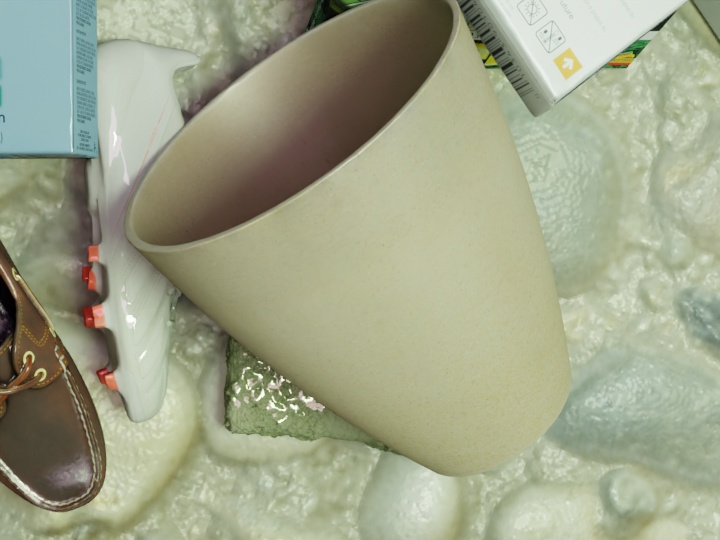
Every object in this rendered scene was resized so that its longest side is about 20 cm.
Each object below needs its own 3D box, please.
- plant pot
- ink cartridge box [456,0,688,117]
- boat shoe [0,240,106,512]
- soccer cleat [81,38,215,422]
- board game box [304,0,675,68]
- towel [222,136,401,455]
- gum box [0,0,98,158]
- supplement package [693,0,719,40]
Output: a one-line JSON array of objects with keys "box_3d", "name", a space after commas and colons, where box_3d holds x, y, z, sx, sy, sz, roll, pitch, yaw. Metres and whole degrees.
[{"box_3d": [0.018, 0.001, 0.682, 0.187, 0.187, 0.201, -40, 115, -10], "name": "plant pot"}, {"box_3d": [0.107, -0.213, 0.678, 0.199, 0.043, 0.199, -37, 94, -12], "name": "ink cartridge box"}, {"box_3d": [-0.192, 0.039, 0.711, 0.070, 0.070, 0.201, -31, 100, -12], "name": "boat shoe"}, {"box_3d": [-0.110, -0.022, 0.732, 0.077, 0.069, 0.202, -5, 90, -17], "name": "soccer cleat"}, {"box_3d": [0.074, -0.141, 0.754, 0.198, 0.105, 0.024, -3, 74, -14], "name": "board game box"}, {"box_3d": [0.000, 0.000, 0.774, 0.147, 0.036, 0.202, 9, 90, -13], "name": "towel"}, {"box_3d": [-0.217, -0.156, 0.684, 0.168, 0.045, 0.202, 1, 91, 6], "name": "gum box"}, {"box_3d": [0.246, -0.208, 0.788, 0.117, 0.117, 0.201, -39, 100, -10], "name": "supplement package"}]
